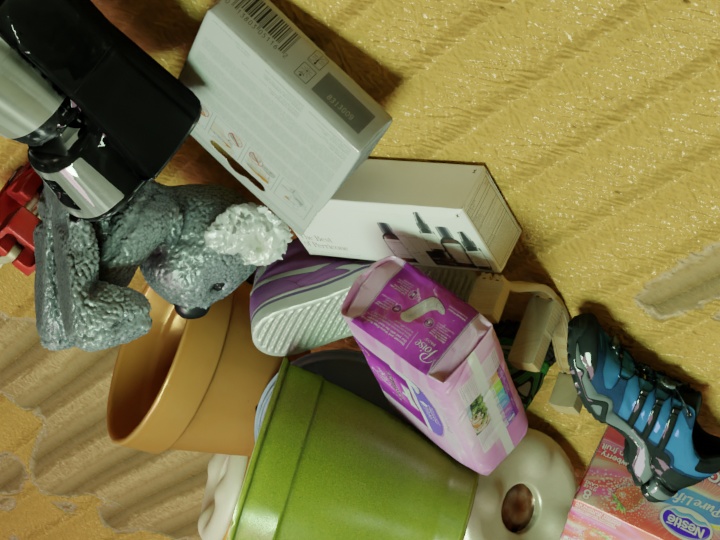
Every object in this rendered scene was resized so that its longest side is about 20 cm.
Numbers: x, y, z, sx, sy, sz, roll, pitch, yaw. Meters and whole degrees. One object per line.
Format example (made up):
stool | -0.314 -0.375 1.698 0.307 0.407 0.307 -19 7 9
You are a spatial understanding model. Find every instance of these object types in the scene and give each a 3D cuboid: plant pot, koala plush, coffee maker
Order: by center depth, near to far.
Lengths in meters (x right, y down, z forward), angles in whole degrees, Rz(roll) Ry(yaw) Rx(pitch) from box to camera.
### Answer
coffee maker | -0.218 -0.163 1.545 0.200 0.192 0.135 42 -166 -37
koala plush | -0.169 -0.027 1.721 0.198 0.185 0.177 -2 180 -21
plant pot | -0.005 0.200 1.729 0.192 0.201 0.201 18 152 -1
plant pot | -0.137 0.089 1.900 0.139 0.201 0.200 20 156 -20

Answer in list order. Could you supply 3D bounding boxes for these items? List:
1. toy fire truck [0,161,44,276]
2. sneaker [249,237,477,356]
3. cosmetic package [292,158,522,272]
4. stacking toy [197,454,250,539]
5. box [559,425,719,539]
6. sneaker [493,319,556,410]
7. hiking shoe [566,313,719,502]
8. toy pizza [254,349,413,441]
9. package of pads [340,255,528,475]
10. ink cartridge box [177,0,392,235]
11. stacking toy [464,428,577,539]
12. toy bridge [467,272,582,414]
toy fire truck | -0.312 -0.048 1.870 0.049 0.142 0.200 38 151 -16
sneaker | 0.000 -0.001 1.739 0.199 0.115 0.073 -10 128 5
cosmetic package | 0.026 -0.047 1.652 0.199 0.051 0.083 5 143 38
stacking toy | -0.066 0.247 2.171 0.199 0.147 0.146 16 154 -11
box | 0.291 0.225 1.792 0.199 0.103 0.095 25 152 11
sneaker | 0.085 0.099 1.798 0.078 0.085 0.199 42 150 -22
hiking shoe | 0.243 0.104 1.697 0.086 0.075 0.200 -23 121 22
toy pizza | -0.001 0.159 1.823 0.199 0.032 0.202 9 116 18
package of pads | 0.063 0.079 1.643 0.120 0.076 0.200 34 166 28
ink cartridge box | -0.069 -0.124 1.596 0.160 0.047 0.200 43 157 1
stacking toy | 0.097 0.216 1.922 0.146 0.147 0.199 46 157 -28
toy bridge | 0.148 0.051 1.678 0.027 0.068 0.200 8 157 34
